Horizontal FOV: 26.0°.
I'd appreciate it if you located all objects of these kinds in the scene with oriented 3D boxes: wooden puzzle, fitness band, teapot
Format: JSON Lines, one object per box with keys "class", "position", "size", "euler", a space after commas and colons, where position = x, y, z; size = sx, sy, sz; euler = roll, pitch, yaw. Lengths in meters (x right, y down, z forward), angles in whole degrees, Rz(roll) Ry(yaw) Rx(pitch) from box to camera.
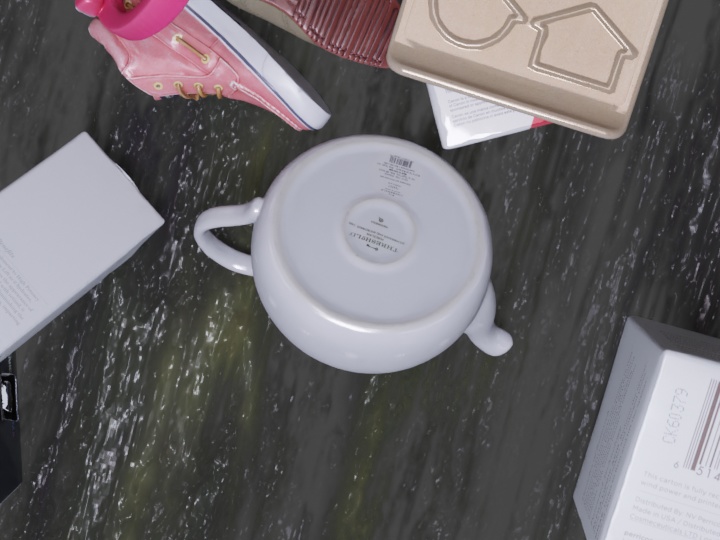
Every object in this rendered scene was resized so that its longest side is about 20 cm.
{"class": "wooden puzzle", "position": [0.133, -0.215, 1.146], "size": [0.185, 0.046, 0.200], "euler": [17, 92, 0]}
{"class": "fitness band", "position": [-0.161, -0.267, 1.189], "size": [0.144, 0.037, 0.200], "euler": [-31, 51, 33]}
{"class": "teapot", "position": [0.000, 0.000, 1.217], "size": [0.197, 0.146, 0.200], "euler": [-25, 72, -19]}

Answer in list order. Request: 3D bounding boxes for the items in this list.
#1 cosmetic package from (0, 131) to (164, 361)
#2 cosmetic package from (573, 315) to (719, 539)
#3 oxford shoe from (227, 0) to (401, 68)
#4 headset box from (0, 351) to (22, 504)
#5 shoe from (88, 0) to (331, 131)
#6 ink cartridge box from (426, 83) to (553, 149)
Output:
{"class": "cosmetic package", "position": [-0.259, -0.010, 1.206], "size": [0.102, 0.200, 0.074], "euler": [50, 141, -2]}
{"class": "cosmetic package", "position": [0.267, 0.143, 1.180], "size": [0.165, 0.200, 0.165], "euler": [17, 96, 2]}
{"class": "oxford shoe", "position": [-0.049, -0.220, 1.231], "size": [0.200, 0.075, 0.071], "euler": [28, 85, -19]}
{"class": "headset box", "position": [-0.374, 0.104, 1.272], "size": [0.200, 0.093, 0.175], "euler": [0, 97, 3]}
{"class": "shoe", "position": [-0.121, -0.159, 1.241], "size": [0.200, 0.071, 0.091], "euler": [42, 99, 4]}
{"class": "ink cartridge box", "position": [0.110, -0.208, 1.210], "size": [0.144, 0.084, 0.200], "euler": [-14, 96, 5]}
